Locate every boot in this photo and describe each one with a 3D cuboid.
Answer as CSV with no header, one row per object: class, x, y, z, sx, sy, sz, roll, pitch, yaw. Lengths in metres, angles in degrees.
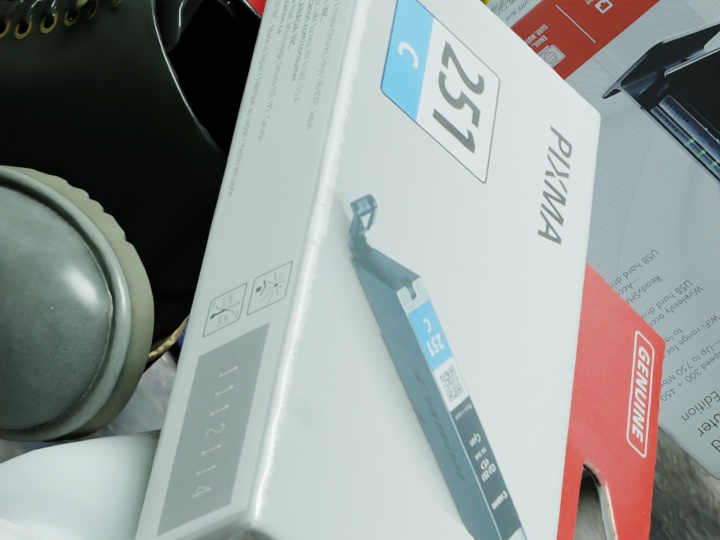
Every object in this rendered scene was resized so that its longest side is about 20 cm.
boot,-0.170,-0.011,0.581,0.182,0.073,0.200,22,6,33
boot,-0.094,-0.078,0.718,0.200,0.138,0.077,50,52,3

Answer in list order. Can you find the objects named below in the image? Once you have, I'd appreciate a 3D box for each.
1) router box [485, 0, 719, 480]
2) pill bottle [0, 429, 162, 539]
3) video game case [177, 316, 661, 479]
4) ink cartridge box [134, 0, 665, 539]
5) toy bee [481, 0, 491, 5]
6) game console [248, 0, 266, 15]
router box,0.135,-0.049,0.855,0.179,0.200,0.049,42,29,-14
pill bottle,-0.048,0.096,0.623,0.200,0.114,0.114,-4,59,-55
video game case,0.000,0.000,0.863,0.200,0.045,0.181,55,29,9
ink cartridge box,0.034,0.035,0.631,0.176,0.045,0.200,41,40,-30
toy bee,0.058,-0.171,0.984,0.131,0.200,0.109,62,0,-24
game console,-0.077,-0.165,0.853,0.200,0.172,0.119,38,-11,6
